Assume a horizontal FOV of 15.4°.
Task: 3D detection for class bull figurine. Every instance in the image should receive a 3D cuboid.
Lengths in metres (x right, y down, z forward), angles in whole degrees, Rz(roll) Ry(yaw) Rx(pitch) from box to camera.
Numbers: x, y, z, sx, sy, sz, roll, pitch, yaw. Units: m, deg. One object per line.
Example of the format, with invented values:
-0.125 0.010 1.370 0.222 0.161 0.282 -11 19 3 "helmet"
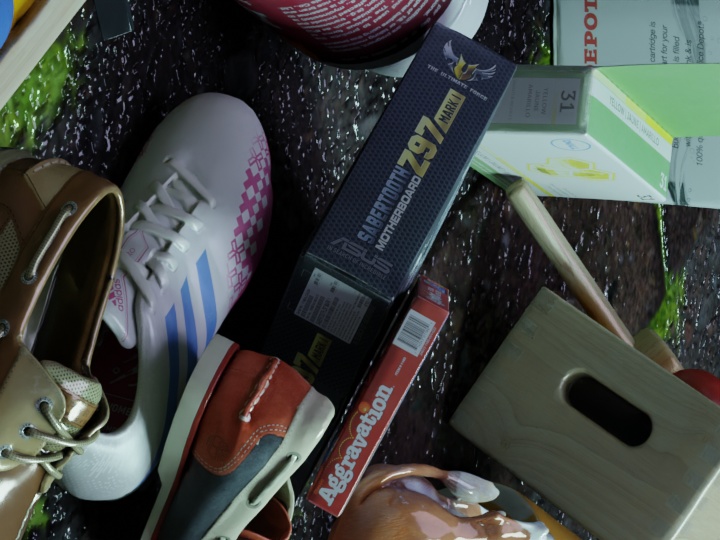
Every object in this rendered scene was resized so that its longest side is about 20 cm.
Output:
0.012 0.175 1.319 0.065 0.121 0.201 -113 -145 -44 "bull figurine"

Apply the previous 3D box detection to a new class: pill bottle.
-0.013 -0.161 1.244 0.200 0.112 0.114 33 67 -61 "pill bottle"

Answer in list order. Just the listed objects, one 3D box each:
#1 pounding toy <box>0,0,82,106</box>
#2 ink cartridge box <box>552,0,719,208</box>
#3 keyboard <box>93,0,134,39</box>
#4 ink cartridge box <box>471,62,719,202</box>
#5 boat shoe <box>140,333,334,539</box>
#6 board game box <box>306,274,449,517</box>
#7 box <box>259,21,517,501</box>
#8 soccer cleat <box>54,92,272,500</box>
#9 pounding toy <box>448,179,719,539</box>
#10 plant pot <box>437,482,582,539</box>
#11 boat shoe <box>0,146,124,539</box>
-0.150 -0.162 0.915 0.200 0.141 0.185 -58 145 -40 "pounding toy"
0.225 -0.117 1.643 0.083 0.199 0.148 -31 124 -62 "ink cartridge box"
-0.116 -0.188 1.069 0.127 0.020 0.201 -102 -179 -58 "keyboard"
0.153 -0.078 1.501 0.145 0.199 0.048 29 68 -62 "ink cartridge box"
-0.059 0.103 1.192 0.201 0.062 0.071 109 5 -52 "boat shoe"
0.011 0.055 1.251 0.103 0.019 0.200 -61 179 3 "board game box"
0.000 0.000 1.275 0.158 0.051 0.200 -61 178 -35 "box"
-0.091 0.003 1.166 0.086 0.069 0.201 60 44 -63 "soccer cleat"
0.153 0.077 1.579 0.143 0.200 0.184 -54 152 0 "pounding toy"
0.087 0.222 1.471 0.184 0.199 0.201 53 48 -35 "plant pot"
-0.142 0.049 1.073 0.076 0.073 0.202 23 75 -63 "boat shoe"
